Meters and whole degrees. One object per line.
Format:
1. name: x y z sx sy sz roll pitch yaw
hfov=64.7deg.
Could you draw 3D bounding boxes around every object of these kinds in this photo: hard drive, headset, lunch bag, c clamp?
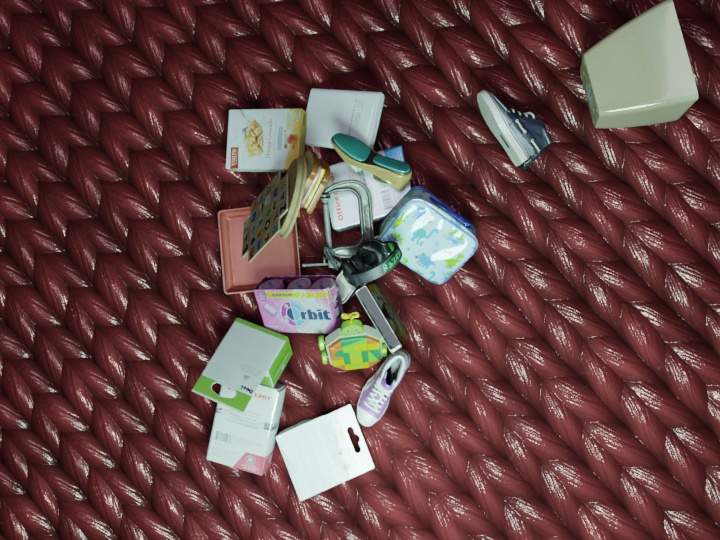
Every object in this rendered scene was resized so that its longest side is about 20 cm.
1. hard drive: -0.045 -0.352 1.327 0.196 0.027 0.135 14 91 30
2. headset: -0.002 -0.026 1.210 0.123 0.198 0.095 -44 112 -35
3. lunch bag: 0.152 -0.077 1.256 0.198 0.083 0.161 31 121 -15
4. c clamp: -0.051 -0.102 1.276 0.166 0.027 0.205 2 105 4

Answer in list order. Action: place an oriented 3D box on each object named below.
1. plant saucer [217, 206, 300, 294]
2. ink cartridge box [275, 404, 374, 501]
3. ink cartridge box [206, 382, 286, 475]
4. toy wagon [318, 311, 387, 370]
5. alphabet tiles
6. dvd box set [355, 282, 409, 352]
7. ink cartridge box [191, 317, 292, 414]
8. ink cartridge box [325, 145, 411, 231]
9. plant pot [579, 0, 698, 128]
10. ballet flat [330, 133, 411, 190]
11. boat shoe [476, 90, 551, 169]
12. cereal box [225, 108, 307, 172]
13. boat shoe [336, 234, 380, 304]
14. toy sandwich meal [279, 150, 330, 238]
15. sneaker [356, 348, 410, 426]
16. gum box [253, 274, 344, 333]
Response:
1. plant saucer: -0.242 -0.053 1.381 0.194 0.037 0.205 -6 87 8
2. ink cartridge box: -0.084 0.427 1.352 0.196 0.050 0.165 -23 85 -1
3. ink cartridge box: -0.268 0.359 1.353 0.143 0.083 0.205 13 91 8
4. toy wagon: -0.017 0.162 1.270 0.151 0.202 0.040 -7 55 -1
5. alphabet tiles: -0.216 -0.120 1.279 0.199 0.006 0.170 -39 44 39
6. dvd box set: 0.053 0.098 1.253 0.029 0.200 0.148 -32 85 8
7. ink cartridge box: -0.267 0.227 1.298 0.145 0.077 0.202 17 57 18
8. ink cartridge box: 0.020 -0.186 1.322 0.195 0.084 0.148 -13 87 7
9. plant pot: 0.571 -0.408 1.202 0.173 0.199 0.205 -14 87 18
10. ballet flat: 0.017 -0.233 1.250 0.197 0.064 0.069 28 48 10
11. boat shoe: 0.351 -0.337 1.290 0.092 0.075 0.202 -33 92 -1
12. cereal box: -0.228 -0.313 1.369 0.195 0.039 0.148 3 89 17
13. boat shoe: 0.000 0.000 1.333 0.074 0.062 0.202 37 96 5
14. toy sandwich meal: -0.132 -0.166 1.267 0.069 0.205 0.210 13 91 -20
15. sneaker: 0.044 0.272 1.296 0.072 0.114 0.204 28 94 6
16. gum box: -0.134 0.077 1.304 0.195 0.066 0.116 -1 119 22
